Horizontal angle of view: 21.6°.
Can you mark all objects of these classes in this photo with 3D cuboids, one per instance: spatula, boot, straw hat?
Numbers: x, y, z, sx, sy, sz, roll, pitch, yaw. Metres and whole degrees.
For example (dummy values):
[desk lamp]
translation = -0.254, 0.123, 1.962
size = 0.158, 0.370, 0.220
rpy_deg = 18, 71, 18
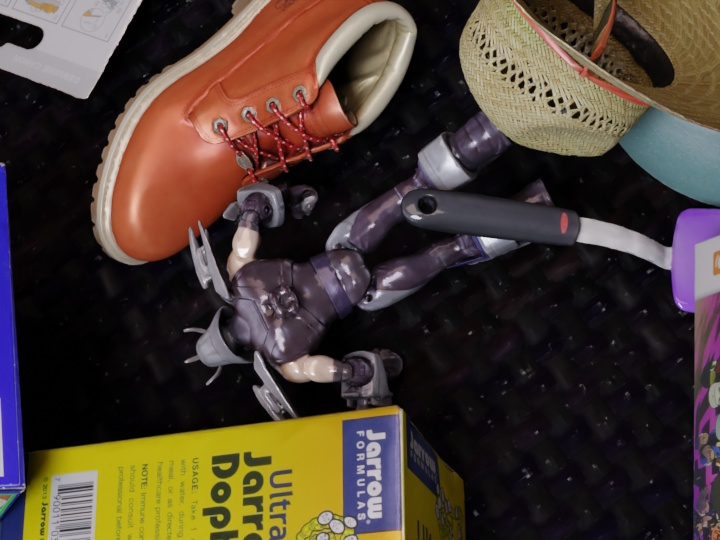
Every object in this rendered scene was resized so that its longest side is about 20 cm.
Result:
[spatula]
translation = 0.116, -0.016, 0.894
size = 0.198, 0.021, 0.057
rpy_deg = 11, 69, -10
[boot]
translation = -0.055, -0.076, 0.977
size = 0.200, 0.075, 0.107
rpy_deg = -50, 40, -6
[straw hat]
translation = 0.096, -0.103, 0.883
size = 0.085, 0.200, 0.202
rpy_deg = -52, 56, 30

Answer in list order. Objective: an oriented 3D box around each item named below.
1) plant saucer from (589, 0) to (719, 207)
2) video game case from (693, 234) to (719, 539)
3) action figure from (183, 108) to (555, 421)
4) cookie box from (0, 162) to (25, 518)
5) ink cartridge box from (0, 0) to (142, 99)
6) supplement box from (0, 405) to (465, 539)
[plant saucer]
translation = 0.209, -0.128, 0.943
size = 0.198, 0.036, 0.202
rpy_deg = -7, 66, 17
[video game case]
translation = 0.204, 0.066, 0.785
size = 0.181, 0.036, 0.202
rpy_deg = -25, 58, 60
[action figure]
translation = 0.000, 0.000, 0.932
size = 0.199, 0.069, 0.131
rpy_deg = -29, 92, 5
[cookie box]
translation = -0.229, 0.066, 0.929
size = 0.075, 0.200, 0.173
rpy_deg = 5, 61, -25
[ink cartridge box]
translation = -0.165, -0.200, 1.105
size = 0.162, 0.057, 0.201
rpy_deg = 21, 80, 26
[supplement box]
translation = -0.058, 0.141, 0.880
size = 0.198, 0.109, 0.110
rpy_deg = -9, 64, 17
